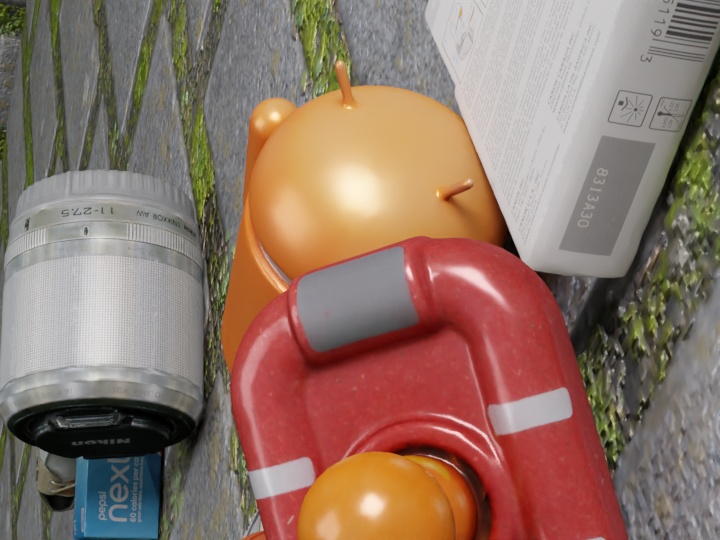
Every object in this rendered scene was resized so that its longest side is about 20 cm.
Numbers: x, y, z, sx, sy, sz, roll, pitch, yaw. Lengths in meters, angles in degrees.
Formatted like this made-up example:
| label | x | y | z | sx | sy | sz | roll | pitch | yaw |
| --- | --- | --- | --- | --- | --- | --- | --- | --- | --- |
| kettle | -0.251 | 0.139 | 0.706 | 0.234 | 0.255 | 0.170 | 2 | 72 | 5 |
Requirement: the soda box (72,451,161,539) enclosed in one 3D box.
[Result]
| label | x | y | z | sx | sy | sz | roll | pitch | yaw |
| --- | --- | --- | --- | --- | --- | --- | --- | --- | --- |
| soda box | -0.214 | 0.139 | 1.453 | 0.064 | 0.068 | 0.201 | 151 | 122 | -68 |

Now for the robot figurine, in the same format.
| label | x | y | z | sx | sy | sz | roll | pitch | yaw |
| --- | --- | --- | --- | --- | --- | --- | --- | --- | --- |
| robot figurine | 0.001 | 0.001 | 0.726 | 0.200 | 0.116 | 0.144 | 106 | 169 | -51 |

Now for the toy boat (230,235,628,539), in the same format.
| label | x | y | z | sx | sy | sz | roll | pitch | yaw |
| --- | --- | --- | --- | --- | --- | --- | --- | --- | --- |
| toy boat | 0.018 | 0.088 | 0.563 | 0.131 | 0.130 | 0.201 | 6 | -113 | -71 |

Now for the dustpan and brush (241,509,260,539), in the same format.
| label | x | y | z | sx | sy | sz | roll | pitch | yaw |
| --- | --- | --- | --- | --- | --- | --- | --- | --- | --- |
| dustpan and brush | -0.058 | 0.191 | 0.857 | 0.200 | 0.057 | 0.140 | -68 | -17 | -81 |

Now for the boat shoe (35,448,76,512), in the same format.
| label | x | y | z | sx | sy | sz | roll | pitch | yaw |
| --- | --- | --- | --- | --- | --- | --- | --- | --- | --- |
| boat shoe | -0.311 | 0.207 | 1.751 | 0.200 | 0.074 | 0.069 | 118 | 146 | -66 |

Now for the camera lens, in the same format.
| label | x | y | z | sx | sy | sz | roll | pitch | yaw |
| --- | --- | --- | --- | --- | --- | --- | --- | --- | --- |
| camera lens | -0.204 | 0.041 | 1.297 | 0.160 | 0.159 | 0.201 | 130 | 141 | -61 |

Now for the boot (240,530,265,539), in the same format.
| label | x | y | z | sx | sy | sz | roll | pitch | yaw |
| --- | --- | --- | --- | --- | --- | --- | --- | --- | --- |
| boot | 0.023 | 0.155 | 0.702 | 0.200 | 0.107 | 0.075 | 23 | 117 | 43 |

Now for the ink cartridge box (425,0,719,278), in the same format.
| label | x | y | z | sx | sy | sz | roll | pitch | yaw |
| --- | --- | --- | --- | --- | --- | --- | --- | --- | --- |
| ink cartridge box | 0.082 | -0.119 | 0.639 | 0.200 | 0.050 | 0.161 | -103 | 24 | -53 |

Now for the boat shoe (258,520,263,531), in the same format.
| label | x | y | z | sx | sy | sz | roll | pitch | yaw |
| --- | --- | --- | --- | --- | --- | --- | --- | --- | --- |
| boat shoe | -0.007 | 0.171 | 0.810 | 0.066 | 0.072 | 0.202 | -29 | 51 | 43 |
